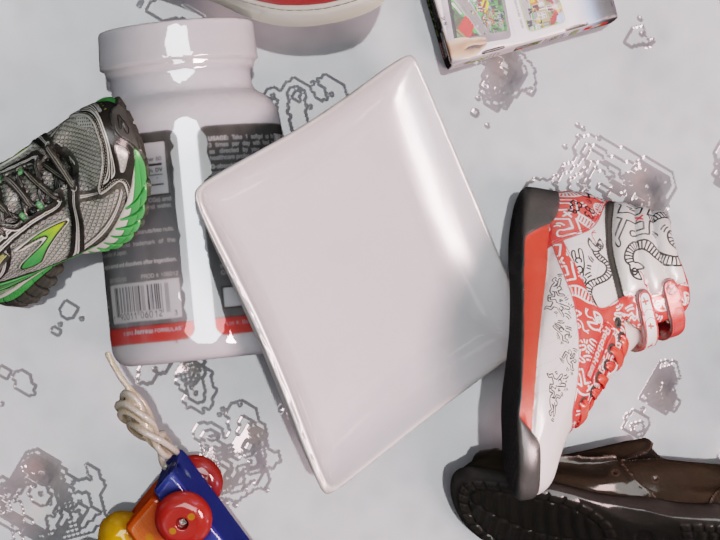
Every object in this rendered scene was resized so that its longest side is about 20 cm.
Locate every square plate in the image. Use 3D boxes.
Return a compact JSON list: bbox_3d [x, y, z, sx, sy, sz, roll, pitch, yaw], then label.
[{"bbox_3d":[0.000,0.000,1.604,0.200,0.028,0.198,-35,108,-39],"label":"square plate"}]

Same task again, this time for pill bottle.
[{"bbox_3d":[-0.100,-0.046,1.615,0.116,0.116,0.200,-5,89,-3],"label":"pill bottle"}]

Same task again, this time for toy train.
[{"bbox_3d":[-0.137,0.157,1.619,0.116,0.085,0.200,-34,100,10],"label":"toy train"}]

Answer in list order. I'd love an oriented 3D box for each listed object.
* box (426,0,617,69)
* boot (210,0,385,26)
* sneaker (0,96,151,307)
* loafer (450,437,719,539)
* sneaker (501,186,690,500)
[{"bbox_3d":[0.079,-0.235,1.671,0.110,0.035,0.200,-15,89,-4],"label":"box"},{"bbox_3d":[-0.079,-0.217,1.572,0.200,0.144,0.072,13,64,22],"label":"boot"},{"bbox_3d":[-0.192,-0.033,1.568,0.085,0.200,0.078,-3,62,-44],"label":"sneaker"},{"bbox_3d":[0.155,0.141,1.656,0.200,0.073,0.071,10,45,4],"label":"loafer"},{"bbox_3d":[0.144,0.045,1.627,0.108,0.067,0.202,7,64,-6],"label":"sneaker"}]
